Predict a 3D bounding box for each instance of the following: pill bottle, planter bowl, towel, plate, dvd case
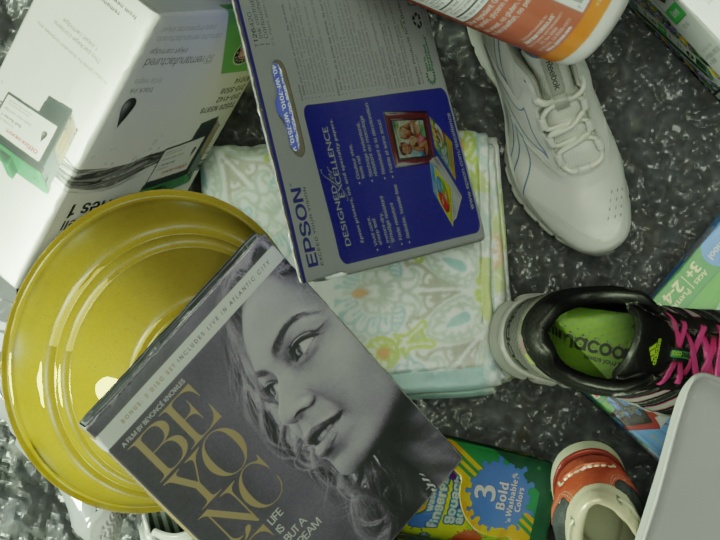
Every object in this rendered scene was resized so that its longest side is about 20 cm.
[{"bbox_3d":[0.058,-0.205,1.167,0.199,0.112,0.113,21,87,-18],"label":"pill bottle"},{"bbox_3d":[-0.103,0.057,1.179,0.199,0.083,0.202,-7,103,-29],"label":"planter bowl"},{"bbox_3d":[0.000,0.000,1.296,0.199,0.048,0.172,-4,85,-1],"label":"towel"},{"bbox_3d":[0.230,0.177,1.224,0.199,0.032,0.201,20,88,-37],"label":"plate"},{"bbox_3d":[-0.046,0.099,1.158,0.149,0.016,0.200,-47,116,-12],"label":"dvd case"}]

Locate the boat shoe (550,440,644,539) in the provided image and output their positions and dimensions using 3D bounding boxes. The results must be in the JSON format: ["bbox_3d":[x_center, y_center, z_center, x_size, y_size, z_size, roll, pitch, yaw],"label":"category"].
[{"bbox_3d":[0.165,0.201,1.245,0.071,0.063,0.201,-19,116,2],"label":"boat shoe"}]

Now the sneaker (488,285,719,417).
[{"bbox_3d":[0.181,0.051,1.237,0.199,0.087,0.074,10,86,-4],"label":"sneaker"}]

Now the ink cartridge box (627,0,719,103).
[{"bbox_3d":[0.191,-0.196,1.276,0.050,0.109,0.200,-44,88,-3],"label":"ink cartridge box"}]

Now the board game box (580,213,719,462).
[{"bbox_3d":[0.261,0.085,1.300,0.200,0.037,0.151,42,87,0],"label":"board game box"}]

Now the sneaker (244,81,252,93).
[{"bbox_3d":[-0.091,-0.162,1.288,0.199,0.074,0.089,6,85,0],"label":"sneaker"}]

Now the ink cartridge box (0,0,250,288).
[{"bbox_3d":[-0.150,-0.097,1.207,0.084,0.146,0.201,40,116,19],"label":"ink cartridge box"}]

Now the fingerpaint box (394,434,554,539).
[{"bbox_3d":[0.020,0.198,1.251,0.166,0.073,0.201,15,86,-17],"label":"fingerpaint box"}]

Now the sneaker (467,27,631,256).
[{"bbox_3d":[0.120,-0.103,1.282,0.074,0.087,0.201,-23,89,-4],"label":"sneaker"}]

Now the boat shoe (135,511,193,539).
[{"bbox_3d":[-0.112,0.170,1.274,0.073,0.067,0.201,-24,88,-2],"label":"boat shoe"}]

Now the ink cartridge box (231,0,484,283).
[{"bbox_3d":[-0.014,-0.098,1.187,0.047,0.200,0.199,-14,90,37],"label":"ink cartridge box"}]

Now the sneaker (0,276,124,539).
[{"bbox_3d":[-0.220,0.088,1.275,0.114,0.075,0.201,-16,82,-1],"label":"sneaker"}]
